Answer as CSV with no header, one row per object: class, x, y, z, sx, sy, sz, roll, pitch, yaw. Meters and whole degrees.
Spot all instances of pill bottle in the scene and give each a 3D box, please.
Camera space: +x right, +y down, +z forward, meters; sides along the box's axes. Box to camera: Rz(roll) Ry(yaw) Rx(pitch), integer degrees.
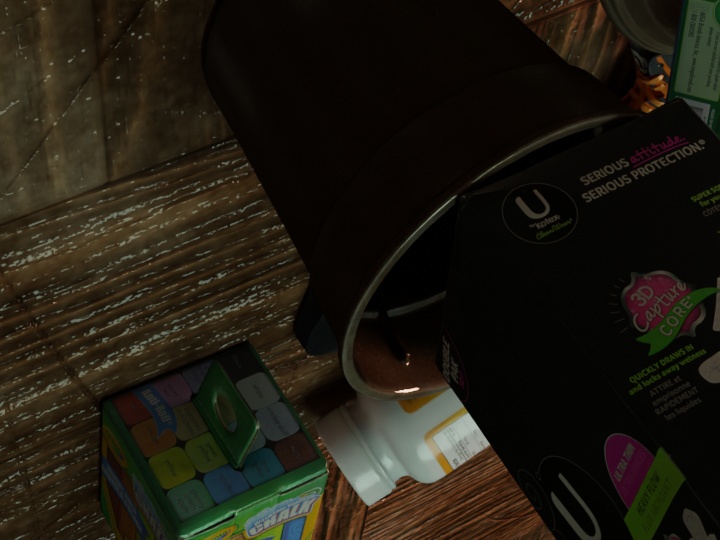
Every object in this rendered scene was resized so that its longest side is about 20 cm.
pill bottle,0.066,0.105,1.119,0.200,0.111,0.111,-34,152,-2

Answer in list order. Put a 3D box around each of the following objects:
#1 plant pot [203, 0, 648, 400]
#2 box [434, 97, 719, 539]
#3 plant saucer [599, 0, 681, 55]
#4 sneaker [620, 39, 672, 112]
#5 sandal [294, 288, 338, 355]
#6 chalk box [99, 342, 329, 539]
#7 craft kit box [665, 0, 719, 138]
plant pot,0.027,-0.071,0.711,0.200,0.198,0.201,-26,150,-17
box,0.139,0.055,0.603,0.124,0.200,0.149,-24,151,-18
plant saucer,0.230,-0.220,0.823,0.199,0.029,0.201,-16,129,-21
sneaker,0.201,-0.126,0.966,0.200,0.078,0.112,-33,134,22
sandal,0.001,0.000,0.956,0.076,0.043,0.200,-23,150,-23
chalk box,-0.109,0.147,0.979,0.124,0.125,0.200,-22,148,-25
craft kit box,0.201,-0.194,0.636,0.200,0.048,0.198,83,28,-54
